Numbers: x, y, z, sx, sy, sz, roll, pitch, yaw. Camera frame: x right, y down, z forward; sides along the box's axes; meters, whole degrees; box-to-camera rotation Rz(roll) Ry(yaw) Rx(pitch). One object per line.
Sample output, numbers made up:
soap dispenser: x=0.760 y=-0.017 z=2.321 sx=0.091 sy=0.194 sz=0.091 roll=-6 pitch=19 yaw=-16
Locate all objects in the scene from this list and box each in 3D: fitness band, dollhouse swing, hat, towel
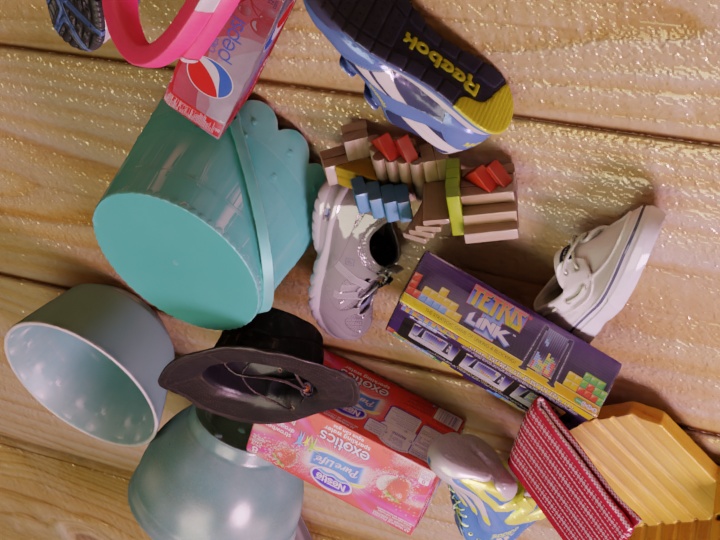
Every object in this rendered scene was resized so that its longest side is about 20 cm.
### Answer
fitness band: x=-0.139 y=-0.249 z=1.274 sx=0.200 sy=0.037 sz=0.145 roll=-50 pitch=53 yaw=36
dollhouse swing: x=0.255 y=0.248 z=1.563 sx=0.175 sy=0.184 sz=0.199 roll=29 pitch=152 yaw=-34
hat: x=-0.096 y=0.080 z=1.581 sx=0.198 sy=0.082 sz=0.201 roll=4 pitch=157 yaw=1
towel: x=0.191 y=0.200 z=1.500 sx=0.145 sy=0.022 sz=0.200 roll=53 pitch=165 yaw=17

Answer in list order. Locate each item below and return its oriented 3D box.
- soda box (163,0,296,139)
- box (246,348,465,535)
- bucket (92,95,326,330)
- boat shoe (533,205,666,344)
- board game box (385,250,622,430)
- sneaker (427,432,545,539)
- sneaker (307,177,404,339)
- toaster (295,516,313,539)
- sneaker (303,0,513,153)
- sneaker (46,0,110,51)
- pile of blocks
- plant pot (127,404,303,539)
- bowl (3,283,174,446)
soda box: x=-0.102 y=-0.200 z=1.364 sx=0.063 sy=0.070 sz=0.200 roll=32 pitch=145 yaw=-2
box: x=-0.005 y=0.170 z=1.697 sx=0.198 sy=0.100 sz=0.096 roll=26 pitch=126 yaw=8
bucket: x=-0.138 y=-0.053 z=1.515 sx=0.205 sy=0.135 sz=0.208 roll=21 pitch=146 yaw=15
boat shoe: x=0.193 y=0.003 z=1.380 sx=0.066 sy=0.074 sz=0.201 roll=26 pitch=146 yaw=3
board game box: x=0.124 y=0.068 z=1.482 sx=0.199 sy=0.057 sz=0.165 roll=30 pitch=168 yaw=2
sneaker: x=0.118 y=0.231 z=1.637 sx=0.199 sy=0.076 sz=0.105 roll=25 pitch=116 yaw=-40
sneaker: x=0.000 y=0.000 z=1.524 sx=0.081 sy=0.075 sz=0.201 roll=20 pitch=143 yaw=19
toaster: x=-0.162 y=0.362 z=2.001 sx=0.198 sy=0.182 sz=0.119 roll=10 pitch=139 yaw=29
sneaker: x=0.026 y=-0.163 z=1.310 sx=0.200 sy=0.074 sz=0.082 roll=40 pitch=147 yaw=-10
sneaker: x=-0.227 y=-0.288 z=1.358 sx=0.075 sy=0.077 sz=0.202 roll=16 pitch=125 yaw=26
pile of blocks: x=0.044 y=-0.078 z=1.390 sx=0.198 sy=0.082 sz=0.063 roll=14 pitch=142 yaw=25
plant pot: x=-0.146 y=0.216 z=1.827 sx=0.199 sy=0.200 sz=0.135 roll=27 pitch=118 yaw=7
bowl: x=-0.287 y=0.092 z=1.835 sx=0.199 sy=0.105 sz=0.202 roll=20 pitch=143 yaw=16
